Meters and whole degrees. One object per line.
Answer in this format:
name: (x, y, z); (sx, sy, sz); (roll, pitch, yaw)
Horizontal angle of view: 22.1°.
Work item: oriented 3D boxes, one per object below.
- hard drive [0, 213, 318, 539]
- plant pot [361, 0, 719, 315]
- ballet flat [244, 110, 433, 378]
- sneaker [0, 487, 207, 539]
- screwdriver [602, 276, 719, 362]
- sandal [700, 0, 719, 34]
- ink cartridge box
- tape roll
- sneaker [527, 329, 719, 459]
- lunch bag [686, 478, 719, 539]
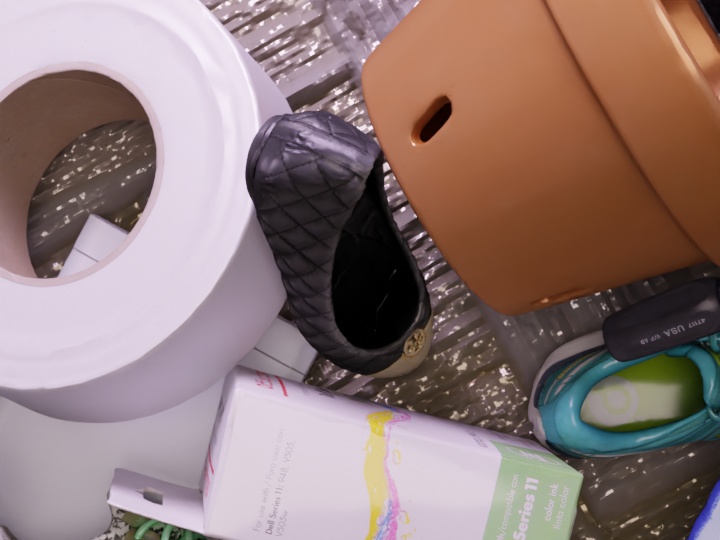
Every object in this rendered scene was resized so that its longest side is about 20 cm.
hard drive: (-0.121, 0.092, 0.907); (0.131, 0.027, 0.201); (28, 90, 2)
plant pot: (0.093, -0.073, 0.833); (0.139, 0.200, 0.201); (-29, 88, 17)
ballet flat: (0.000, 0.000, 0.827); (0.056, 0.200, 0.067); (25, 71, 28)
sneaker: (-0.093, 0.140, 0.860); (0.198, 0.077, 0.090); (-8, 81, -2)
screwdriver: (0.193, -0.004, 0.800); (0.199, 0.028, 0.029); (-27, 81, 26)
sandal: (0.205, -0.108, 0.880); (0.045, 0.075, 0.201); (-30, 86, 1)
ink cartridge box: (-0.011, 0.092, 0.839); (0.198, 0.117, 0.068); (14, 91, -7)
tape roll: (-0.126, -0.034, 0.853); (0.200, 0.071, 0.205); (-5, 73, 17)
sneaker: (0.178, 0.050, 0.873); (0.198, 0.080, 0.078); (-19, 90, -1)
lunch bag: (0.268, 0.102, 0.836); (0.198, 0.128, 0.171); (25, 103, -7)
